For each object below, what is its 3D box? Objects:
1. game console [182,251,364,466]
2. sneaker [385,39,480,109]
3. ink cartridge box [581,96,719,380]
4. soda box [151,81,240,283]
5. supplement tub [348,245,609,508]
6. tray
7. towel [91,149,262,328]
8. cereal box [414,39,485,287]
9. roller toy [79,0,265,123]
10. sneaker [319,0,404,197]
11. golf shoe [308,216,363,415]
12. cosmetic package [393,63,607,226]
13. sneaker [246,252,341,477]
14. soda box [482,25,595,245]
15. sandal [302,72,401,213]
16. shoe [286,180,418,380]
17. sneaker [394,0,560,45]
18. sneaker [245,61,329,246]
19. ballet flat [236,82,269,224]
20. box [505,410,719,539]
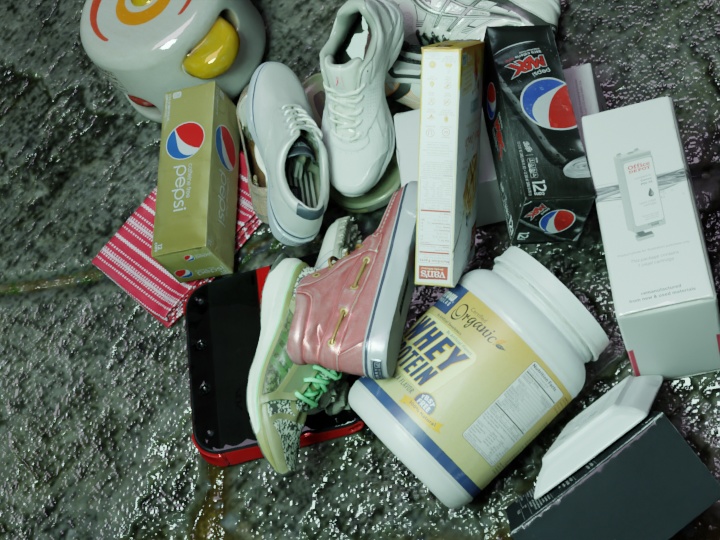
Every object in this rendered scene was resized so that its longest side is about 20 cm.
[{"bbox_3d":[-0.088,0.085,1.304,0.176,0.031,0.201,-14,60,9],"label":"game console"},{"bbox_3d":[0.054,-0.190,1.351,0.199,0.080,0.074,13,48,39],"label":"sneaker"},{"bbox_3d":[0.254,-0.025,1.137,0.082,0.147,0.201,-12,59,14],"label":"ink cartridge box"},{"bbox_3d":[-0.170,-0.093,1.376,0.064,0.068,0.201,-10,61,18],"label":"soda box"},{"bbox_3d":[0.103,0.090,1.145,0.200,0.144,0.144,-45,56,-3],"label":"supplement tub"},{"bbox_3d":[0.190,0.124,1.056,0.107,0.200,0.022,-41,82,15],"label":"tray"},{"bbox_3d":[-0.185,-0.051,1.416,0.144,0.022,0.200,35,82,34],"label":"towel"},{"bbox_3d":[0.079,-0.097,1.149,0.039,0.144,0.201,3,103,12],"label":"cereal box"},{"bbox_3d":[-0.210,-0.267,1.461,0.182,0.140,0.201,-16,55,17],"label":"roller toy"},{"bbox_3d":[-0.012,-0.171,1.275,0.078,0.099,0.201,5,95,20],"label":"sneaker"},{"bbox_3d":[-0.050,0.039,1.258,0.097,0.078,0.201,-1,62,23],"label":"golf shoe"},{"bbox_3d":[0.140,-0.114,1.270,0.199,0.085,0.108,-13,60,18],"label":"cosmetic package"},{"bbox_3d":[-0.045,0.082,1.164,0.088,0.077,0.201,0,77,20],"label":"sneaker"},{"bbox_3d":[0.151,-0.123,1.165,0.063,0.071,0.201,-3,56,-8],"label":"soda box"},{"bbox_3d":[-0.022,-0.136,1.368,0.080,0.057,0.201,-34,56,4],"label":"sandal"},{"bbox_3d":[0.000,0.000,1.132,0.091,0.072,0.201,6,55,13],"label":"shoe"},{"bbox_3d":[0.106,-0.247,1.359,0.199,0.076,0.088,-6,62,21],"label":"sneaker"},{"bbox_3d":[-0.062,-0.126,1.293,0.071,0.073,0.201,-44,53,52],"label":"sneaker"},{"bbox_3d":[-0.095,-0.141,1.372,0.068,0.067,0.201,-15,56,2],"label":"ballet flat"},{"bbox_3d":[0.190,0.179,1.022,0.141,0.200,0.079,-41,83,1],"label":"box"}]
